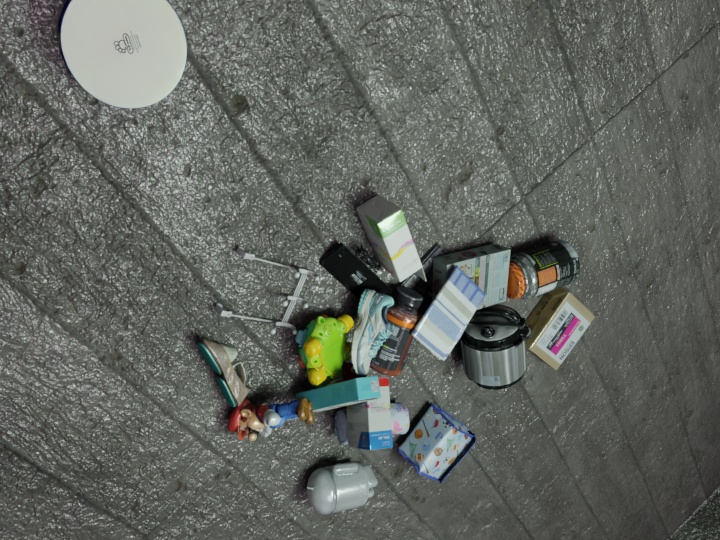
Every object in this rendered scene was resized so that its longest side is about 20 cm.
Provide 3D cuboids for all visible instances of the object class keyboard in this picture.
[{"bbox_3d":[0.000,0.000,1.427,0.103,0.040,0.200,-34,129,17],"label":"keyboard"}]

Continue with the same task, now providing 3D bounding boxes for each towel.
[{"bbox_3d":[0.213,0.106,1.477,0.146,0.024,0.202,38,83,-38],"label":"towel"}]

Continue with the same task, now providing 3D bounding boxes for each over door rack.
[{"bbox_3d":[-0.195,0.053,1.316,0.198,0.067,0.150,18,101,-33],"label":"over door rack"}]

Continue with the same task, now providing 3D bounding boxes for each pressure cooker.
[{"bbox_3d":[0.349,0.185,1.603,0.173,0.179,0.203,-22,121,-14],"label":"pressure cooker"}]

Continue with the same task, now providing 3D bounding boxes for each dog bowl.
[{"bbox_3d":[-0.391,-0.375,1.010,0.197,0.079,0.204,-11,116,-24],"label":"dog bowl"}]

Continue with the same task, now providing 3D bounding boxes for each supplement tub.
[{"bbox_3d":[0.469,0.001,1.620,0.197,0.122,0.125,-16,119,-21],"label":"supplement tub"},{"bbox_3d":[0.086,0.145,1.483,0.105,0.107,0.203,12,107,-32],"label":"supplement tub"}]

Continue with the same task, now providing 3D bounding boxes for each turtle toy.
[{"bbox_3d":[-0.089,0.190,1.412,0.145,0.100,0.203,-32,129,-40],"label":"turtle toy"}]

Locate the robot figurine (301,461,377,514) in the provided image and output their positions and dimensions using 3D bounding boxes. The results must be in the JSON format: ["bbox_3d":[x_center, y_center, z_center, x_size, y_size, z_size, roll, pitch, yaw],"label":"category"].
[{"bbox_3d":[-0.056,0.564,1.590,0.197,0.113,0.172,-3,120,-27],"label":"robot figurine"}]

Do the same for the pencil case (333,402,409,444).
[{"bbox_3d":[0.030,0.395,1.582,0.196,0.084,0.092,-3,133,-27],"label":"pencil case"}]

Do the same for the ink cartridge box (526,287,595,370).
[{"bbox_3d":[0.564,0.164,1.774,0.164,0.075,0.202,33,93,-34],"label":"ink cartridge box"}]

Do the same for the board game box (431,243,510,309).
[{"bbox_3d":[0.278,0.025,1.545,0.197,0.064,0.150,-13,116,-26],"label":"board game box"}]

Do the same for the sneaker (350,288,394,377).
[{"bbox_3d":[0.030,0.145,1.399,0.078,0.085,0.204,34,63,-73],"label":"sneaker"}]

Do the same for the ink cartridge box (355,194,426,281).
[{"bbox_3d":[0.071,-0.057,1.380,0.067,0.117,0.202,-31,122,-11],"label":"ink cartridge box"}]

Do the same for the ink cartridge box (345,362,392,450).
[{"bbox_3d":[0.017,0.321,1.472,0.066,0.116,0.204,3,79,-28],"label":"ink cartridge box"}]

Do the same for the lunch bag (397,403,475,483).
[{"bbox_3d":[0.228,0.494,1.715,0.171,0.124,0.200,-49,139,0],"label":"lunch bag"}]

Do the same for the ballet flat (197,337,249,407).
[{"bbox_3d":[-0.295,0.209,1.342,0.067,0.067,0.203,-39,132,-31],"label":"ballet flat"}]

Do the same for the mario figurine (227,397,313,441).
[{"bbox_3d":[-0.207,0.349,1.386,0.196,0.107,0.125,-11,120,12],"label":"mario figurine"}]

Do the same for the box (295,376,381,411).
[{"bbox_3d":[-0.054,0.290,1.417,0.082,0.198,0.050,7,67,-50],"label":"box"}]

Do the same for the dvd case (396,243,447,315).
[{"bbox_3d":[0.195,0.048,1.556,0.149,0.016,0.200,-46,124,-5],"label":"dvd case"}]
